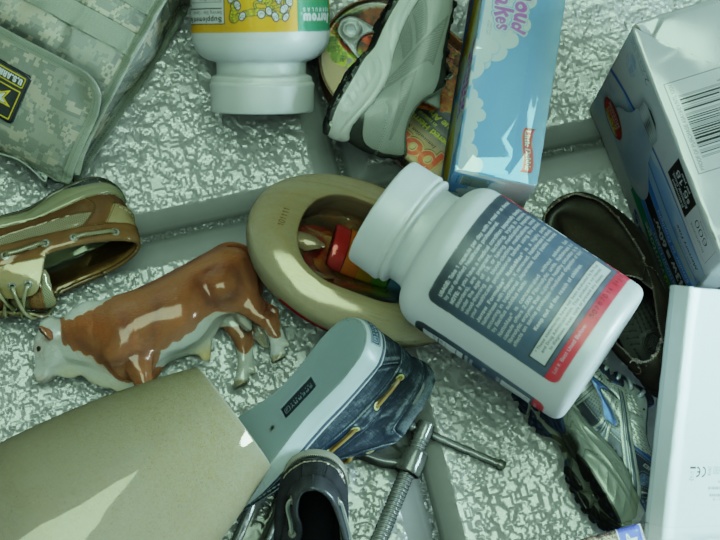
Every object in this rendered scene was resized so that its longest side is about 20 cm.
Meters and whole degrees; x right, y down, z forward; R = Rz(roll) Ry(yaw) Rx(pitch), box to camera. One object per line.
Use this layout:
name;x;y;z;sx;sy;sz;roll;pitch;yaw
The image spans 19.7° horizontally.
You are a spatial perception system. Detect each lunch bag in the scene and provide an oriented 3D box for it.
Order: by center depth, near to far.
lunch bag;-0.254;-0.182;1.654;0.164;0.118;0.200;28;80;3

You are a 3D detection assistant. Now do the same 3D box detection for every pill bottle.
pill bottle;0.098;0.009;1.549;0.200;0.120;0.120;34;74;8
pill bottle;-0.081;-0.227;1.660;0.113;0.113;0.200;-1;97;-5

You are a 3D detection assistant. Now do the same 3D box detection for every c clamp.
c clamp;-0.004;0.194;1.616;0.171;0.027;0.200;28;74;3

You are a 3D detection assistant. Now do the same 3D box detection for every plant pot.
plant pot;-0.172;0.166;1.513;0.200;0.187;0.187;-37;81;-6

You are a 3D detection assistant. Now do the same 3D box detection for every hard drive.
hard drive;0.277;0.115;1.599;0.132;0.027;0.200;5;92;-42

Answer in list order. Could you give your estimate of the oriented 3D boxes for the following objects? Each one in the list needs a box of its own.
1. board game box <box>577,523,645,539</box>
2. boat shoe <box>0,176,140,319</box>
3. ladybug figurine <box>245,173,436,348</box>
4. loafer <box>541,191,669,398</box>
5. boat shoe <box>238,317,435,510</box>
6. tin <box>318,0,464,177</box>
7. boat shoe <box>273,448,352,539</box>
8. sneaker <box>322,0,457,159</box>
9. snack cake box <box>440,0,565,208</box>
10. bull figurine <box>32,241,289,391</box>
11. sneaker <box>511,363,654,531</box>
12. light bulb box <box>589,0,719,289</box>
board game box;0.133;0.297;1.555;0.200;0.097;0.160;-16;77;-4
boat shoe;-0.263;-0.001;1.612;0.200;0.076;0.074;-30;56;-12
ladybug figurine;0.000;0.000;1.636;0.200;0.072;0.136;24;58;-7
loafer;0.203;0.008;1.634;0.073;0.071;0.200;-39;58;9
boat shoe;-0.033;0.129;1.592;0.200;0.091;0.071;-45;39;15
tin;0.052;-0.140;1.708;0.200;0.042;0.112;42;71;7
boat shoe;-0.037;0.236;1.545;0.073;0.063;0.200;1;105;-1
sneaker;0.045;-0.179;1.670;0.079;0.074;0.200;30;80;-6
snack cake box;0.112;-0.148;1.637;0.067;0.115;0.200;10;74;-2
bull figurine;-0.156;0.055;1.622;0.200;0.065;0.121;-29;83;-10
sneaker;0.181;0.105;1.642;0.085;0.077;0.200;-26;86;-21
light bulb box;0.283;-0.090;1.630;0.125;0.200;0.198;-17;77;-8
